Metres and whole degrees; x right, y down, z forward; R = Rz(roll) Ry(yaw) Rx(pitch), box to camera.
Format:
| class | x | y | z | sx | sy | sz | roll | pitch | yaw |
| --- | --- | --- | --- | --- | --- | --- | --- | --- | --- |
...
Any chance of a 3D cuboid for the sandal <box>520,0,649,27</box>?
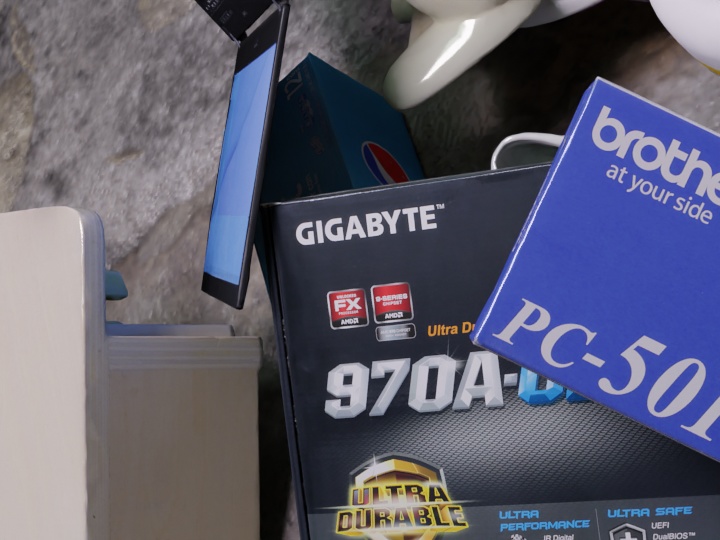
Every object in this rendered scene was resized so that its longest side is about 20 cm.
| class | x | y | z | sx | sy | sz | roll | pitch | yaw |
| --- | --- | --- | --- | --- | --- | --- | --- | --- | --- |
| sandal | 0.143 | -0.142 | 0.753 | 0.202 | 0.050 | 0.083 | -23 | 27 | 36 |

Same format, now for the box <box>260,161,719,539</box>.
| class | x | y | z | sx | sy | sz | roll | pitch | yaw |
| --- | --- | --- | --- | --- | --- | --- | --- | --- | --- |
| box | 0.066 | 0.041 | 0.667 | 0.198 | 0.046 | 0.161 | -6 | 92 | 29 |

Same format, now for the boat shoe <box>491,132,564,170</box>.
| class | x | y | z | sx | sy | sz | roll | pitch | yaw |
| --- | --- | --- | --- | --- | --- | --- | --- | --- | --- |
| boat shoe | 0.125 | -0.005 | 0.693 | 0.199 | 0.067 | 0.074 | 20 | 84 | 48 |

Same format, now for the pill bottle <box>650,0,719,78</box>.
| class | x | y | z | sx | sy | sz | roll | pitch | yaw |
| --- | --- | --- | --- | --- | --- | --- | --- | --- | --- |
| pill bottle | 0.164 | -0.102 | 0.605 | 0.111 | 0.199 | 0.112 | -21 | 56 | 35 |

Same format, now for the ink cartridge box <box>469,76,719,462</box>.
| class | x | y | z | sx | sy | sz | roll | pitch | yaw |
| --- | --- | --- | --- | --- | --- | --- | --- | --- | --- |
| ink cartridge box | 0.144 | 0.024 | 0.578 | 0.095 | 0.199 | 0.044 | -64 | -2 | 2 |

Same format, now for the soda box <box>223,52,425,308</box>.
| class | x | y | z | sx | sy | sz | roll | pitch | yaw |
| --- | --- | --- | --- | --- | --- | --- | --- | --- | --- |
| soda box | 0.000 | 0.000 | 0.811 | 0.064 | 0.068 | 0.201 | -39 | 47 | 25 |

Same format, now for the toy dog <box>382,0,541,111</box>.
| class | x | y | z | sx | sy | sz | roll | pitch | yaw |
| --- | --- | --- | --- | --- | --- | --- | --- | --- | --- |
| toy dog | 0.011 | -0.198 | 0.743 | 0.193 | 0.200 | 0.140 | -32 | 24 | 29 |

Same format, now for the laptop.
| class | x | y | z | sx | sy | sz | roll | pitch | yaw |
| --- | --- | --- | --- | --- | --- | --- | --- | --- | --- |
| laptop | -0.093 | -0.094 | 0.758 | 0.103 | 0.200 | 0.177 | -45 | 8 | -6 |

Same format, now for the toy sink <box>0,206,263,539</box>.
| class | x | y | z | sx | sy | sz | roll | pitch | yaw |
| --- | --- | --- | --- | --- | --- | --- | --- | --- | --- |
| toy sink | -0.123 | 0.077 | 0.830 | 0.130 | 0.111 | 0.202 | -6 | 85 | 43 |
